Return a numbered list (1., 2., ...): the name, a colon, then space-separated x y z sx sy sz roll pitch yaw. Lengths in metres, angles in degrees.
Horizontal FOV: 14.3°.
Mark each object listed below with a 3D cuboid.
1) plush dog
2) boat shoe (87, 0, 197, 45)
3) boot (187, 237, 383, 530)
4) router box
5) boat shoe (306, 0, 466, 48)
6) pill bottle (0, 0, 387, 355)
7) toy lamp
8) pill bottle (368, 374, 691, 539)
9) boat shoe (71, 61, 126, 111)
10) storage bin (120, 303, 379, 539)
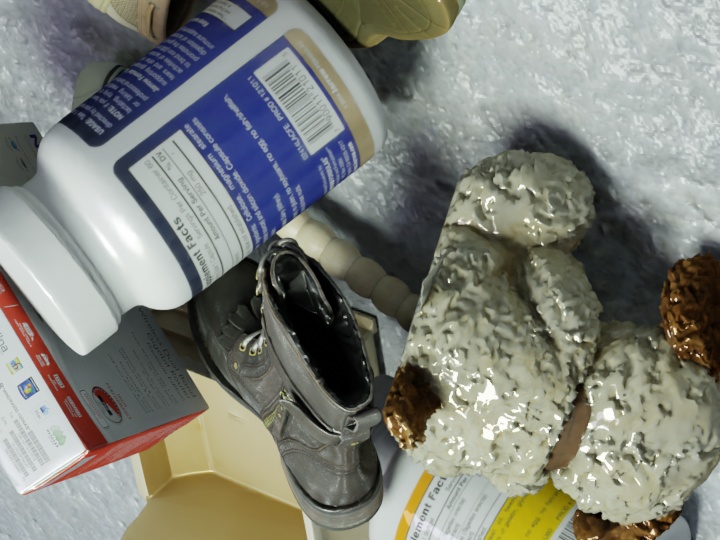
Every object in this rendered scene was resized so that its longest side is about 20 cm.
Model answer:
1. plush dog: 0.106 0.062 1.470 0.171 0.161 0.200 18 118 3
2. boat shoe: -0.089 -0.184 1.523 0.065 0.071 0.200 40 152 -1
3. boot: -0.036 0.033 1.540 0.200 0.069 0.174 56 165 27
4. router box: -0.184 0.015 1.574 0.049 0.179 0.200 -34 85 17
5. boat shoe: 0.011 -0.157 1.445 0.072 0.066 0.201 54 164 -20
6. pill bottle: -0.095 -0.053 1.482 0.116 0.200 0.116 50 168 14
7. toy lamp: 0.000 0.000 1.611 0.200 0.058 0.058 37 143 15
8. pill bottle: 0.076 0.141 1.618 0.200 0.111 0.111 30 141 23
9. boat shoe: -0.127 -0.056 1.613 0.068 0.199 0.074 -6 121 3
10. storage bin: -0.079 0.103 1.756 0.198 0.094 0.200 19 136 32
